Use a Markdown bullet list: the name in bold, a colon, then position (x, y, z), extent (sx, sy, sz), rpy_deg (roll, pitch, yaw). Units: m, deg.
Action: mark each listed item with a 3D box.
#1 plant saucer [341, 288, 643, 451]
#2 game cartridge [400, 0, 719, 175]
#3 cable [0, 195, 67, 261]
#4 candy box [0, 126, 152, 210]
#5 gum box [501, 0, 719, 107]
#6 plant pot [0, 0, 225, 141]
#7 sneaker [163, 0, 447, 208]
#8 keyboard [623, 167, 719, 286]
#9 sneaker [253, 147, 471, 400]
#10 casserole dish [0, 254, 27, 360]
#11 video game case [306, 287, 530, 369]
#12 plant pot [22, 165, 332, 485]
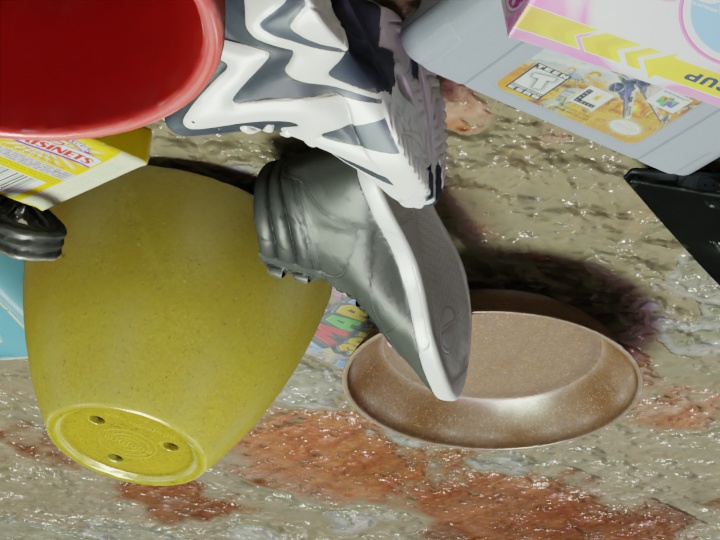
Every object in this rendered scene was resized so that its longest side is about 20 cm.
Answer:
- **plant saucer**: position (0.088, 0.062, 1.392), extent (0.200, 0.037, 0.201), rpy_deg (2, 150, 1)
- **game cartridge**: position (0.138, -0.115, 1.078), extent (0.200, 0.042, 0.133), rpy_deg (20, 154, -26)
- **cable**: position (-0.205, -0.032, 1.200), extent (0.097, 0.050, 0.200), rpy_deg (14, -164, -34)
- **candy box**: position (-0.215, -0.084, 1.051), extent (0.200, 0.026, 0.102), rpy_deg (23, 151, -35)
- **gum box**: position (0.177, -0.138, 0.955), extent (0.199, 0.066, 0.114), rpy_deg (16, 133, -18)
- **plant pot**: position (-0.144, -0.178, 0.853), extent (0.200, 0.178, 0.201), rpy_deg (5, 154, 3)
- **sneaker**: position (-0.041, -0.096, 1.102), extent (0.129, 0.080, 0.199), rpy_deg (-7, 150, 26)
- **keyboard**: position (0.240, -0.023, 1.246), extent (0.104, 0.040, 0.200), rpy_deg (12, 165, 33)
- **sneaker**: position (0.000, 0.000, 1.259), extent (0.099, 0.071, 0.200), rpy_deg (-5, 129, 25)
- **casserole dish**: position (-0.275, 0.013, 1.410), extent (0.121, 0.039, 0.200), rpy_deg (-3, 153, 18)
- **video game case**: position (-0.005, 0.025, 1.399), extent (0.200, 0.018, 0.143), rpy_deg (25, 148, -33)
- **plant pot**: position (-0.130, 0.049, 1.306), extent (0.199, 0.142, 0.200), rpy_deg (10, 148, 6)
